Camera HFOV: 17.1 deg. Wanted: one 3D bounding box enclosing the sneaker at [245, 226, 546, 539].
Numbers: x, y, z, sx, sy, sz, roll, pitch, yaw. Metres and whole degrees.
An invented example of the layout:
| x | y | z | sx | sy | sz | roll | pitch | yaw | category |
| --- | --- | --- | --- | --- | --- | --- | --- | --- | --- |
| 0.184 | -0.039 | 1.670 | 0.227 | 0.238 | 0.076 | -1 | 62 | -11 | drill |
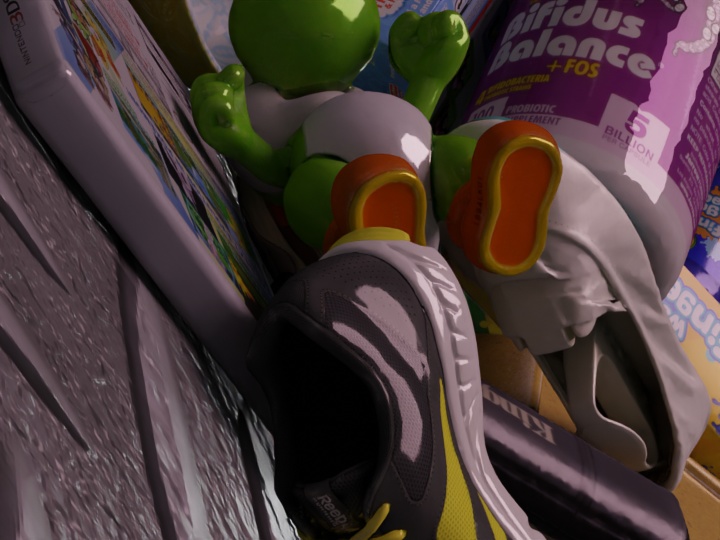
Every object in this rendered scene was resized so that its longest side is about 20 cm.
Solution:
| x | y | z | sx | sy | sz | roll | pitch | yaw | category |
| --- | --- | --- | --- | --- | --- | --- | --- | --- | --- |
| 0.010 | 0.088 | 0.804 | 0.085 | 0.074 | 0.200 | -19 | 88 | -56 | sneaker |

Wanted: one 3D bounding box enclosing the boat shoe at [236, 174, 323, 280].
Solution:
| x | y | z | sx | sy | sz | roll | pitch | yaw | category |
| --- | --- | --- | --- | --- | --- | --- | --- | --- | --- |
| 0.000 | 0.000 | 1.054 | 0.076 | 0.074 | 0.200 | 58 | 6 | -37 | boat shoe |

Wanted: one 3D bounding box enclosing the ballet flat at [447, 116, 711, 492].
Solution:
| x | y | z | sx | sy | sz | roll | pitch | yaw | category |
| --- | --- | --- | --- | --- | --- | --- | --- | --- | --- |
| 0.090 | 0.023 | 0.980 | 0.200 | 0.069 | 0.069 | 55 | 8 | -36 | ballet flat |

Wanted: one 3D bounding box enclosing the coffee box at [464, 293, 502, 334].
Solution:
| x | y | z | sx | sy | sz | roll | pitch | yaw | category |
| --- | --- | --- | --- | --- | --- | --- | --- | --- | --- |
| 0.070 | 0.058 | 1.241 | 0.123 | 0.044 | 0.200 | 95 | -15 | -53 | coffee box |

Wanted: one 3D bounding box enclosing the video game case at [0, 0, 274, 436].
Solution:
| x | y | z | sx | sy | sz | roll | pitch | yaw | category |
| --- | --- | --- | --- | --- | --- | --- | --- | --- | --- |
| -0.084 | -0.059 | 0.831 | 0.200 | 0.022 | 0.182 | 57 | 6 | -47 | video game case |

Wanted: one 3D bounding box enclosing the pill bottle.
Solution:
| x | y | z | sx | sy | sz | roll | pitch | yaw | category |
| --- | --- | --- | --- | --- | --- | --- | --- | --- | --- |
| 0.112 | -0.084 | 1.061 | 0.112 | 0.112 | 0.200 | 57 | 43 | -39 | pill bottle |

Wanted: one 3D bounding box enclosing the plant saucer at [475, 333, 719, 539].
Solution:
| x | y | z | sx | sy | sz | roll | pitch | yaw | category |
| --- | --- | --- | --- | --- | --- | --- | --- | --- | --- |
| 0.112 | 0.118 | 1.047 | 0.200 | 0.048 | 0.200 | 38 | 25 | -11 | plant saucer |

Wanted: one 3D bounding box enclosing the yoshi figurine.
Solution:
| x | y | z | sx | sy | sz | roll | pitch | yaw | category |
| --- | --- | --- | --- | --- | --- | --- | --- | --- | --- |
| -0.007 | -0.066 | 0.923 | 0.112 | 0.112 | 0.200 | 39 | 0 | -32 | yoshi figurine |

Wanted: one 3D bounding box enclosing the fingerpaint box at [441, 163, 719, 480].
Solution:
| x | y | z | sx | sy | sz | roll | pitch | yaw | category |
| --- | --- | --- | --- | --- | --- | --- | --- | --- | --- |
| 0.160 | 0.001 | 1.175 | 0.200 | 0.167 | 0.073 | 46 | -34 | -15 | fingerpaint box |

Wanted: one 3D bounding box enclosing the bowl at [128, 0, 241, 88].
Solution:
| x | y | z | sx | sy | sz | roll | pitch | yaw | category |
| --- | --- | --- | --- | --- | --- | --- | --- | --- | --- |
| -0.056 | -0.166 | 1.081 | 0.108 | 0.200 | 0.200 | 8 | -35 | 38 | bowl |

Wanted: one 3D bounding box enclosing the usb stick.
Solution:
| x | y | z | sx | sy | sz | roll | pitch | yaw | category |
| --- | --- | --- | --- | --- | --- | --- | --- | --- | --- |
| 0.047 | 0.064 | 0.947 | 0.200 | 0.033 | 0.055 | 31 | 29 | -17 | usb stick |

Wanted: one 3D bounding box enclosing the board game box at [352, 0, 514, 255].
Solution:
| x | y | z | sx | sy | sz | roll | pitch | yaw | category |
| --- | --- | --- | --- | --- | --- | --- | --- | --- | --- |
| 0.049 | -0.098 | 1.120 | 0.037 | 0.151 | 0.200 | 22 | -29 | 19 | board game box |
